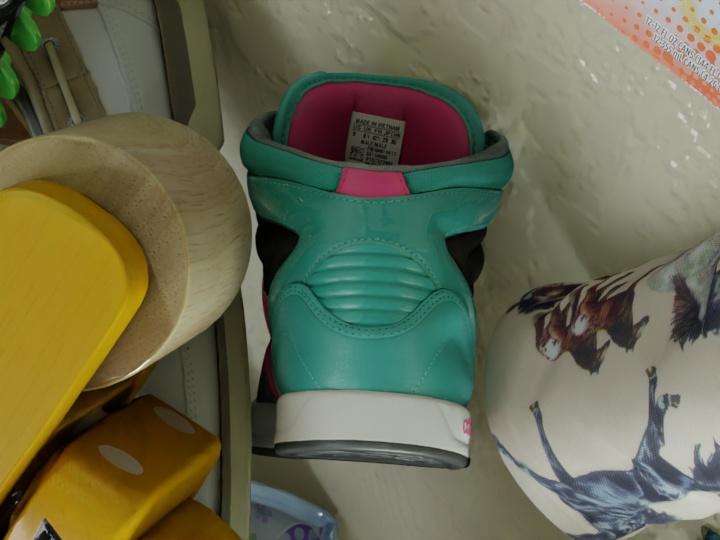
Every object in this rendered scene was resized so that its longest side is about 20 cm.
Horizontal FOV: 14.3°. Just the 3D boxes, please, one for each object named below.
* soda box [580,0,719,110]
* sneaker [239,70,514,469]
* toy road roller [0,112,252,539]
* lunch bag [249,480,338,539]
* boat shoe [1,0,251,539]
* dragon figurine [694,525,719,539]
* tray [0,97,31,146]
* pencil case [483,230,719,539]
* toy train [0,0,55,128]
[{"bbox_3d":[0.064,-0.120,0.736,0.200,0.064,0.068,40,142,17],"label":"soda box"},{"bbox_3d":[0.000,0.000,0.897,0.200,0.084,0.121,141,134,-84],"label":"sneaker"},{"bbox_3d":[-0.074,0.068,0.810,0.146,0.123,0.200,34,103,5],"label":"toy road roller"},{"bbox_3d":[-0.141,0.114,1.042,0.200,0.127,0.170,28,158,-34],"label":"lunch bag"},{"bbox_3d":[-0.074,0.003,0.911,0.075,0.068,0.200,109,154,-67],"label":"boat shoe"},{"bbox_3d":[0.079,0.131,0.896,0.200,0.099,0.059,-4,116,50],"label":"dragon figurine"},{"bbox_3d":[-0.167,-0.096,0.931,0.099,0.037,0.200,8,164,12],"label":"tray"},{"bbox_3d":[0.113,0.018,0.786,0.078,0.089,0.200,33,150,-20],"label":"pencil case"},{"bbox_3d":[-0.135,-0.061,0.873,0.056,0.042,0.200,45,158,1],"label":"toy train"}]
